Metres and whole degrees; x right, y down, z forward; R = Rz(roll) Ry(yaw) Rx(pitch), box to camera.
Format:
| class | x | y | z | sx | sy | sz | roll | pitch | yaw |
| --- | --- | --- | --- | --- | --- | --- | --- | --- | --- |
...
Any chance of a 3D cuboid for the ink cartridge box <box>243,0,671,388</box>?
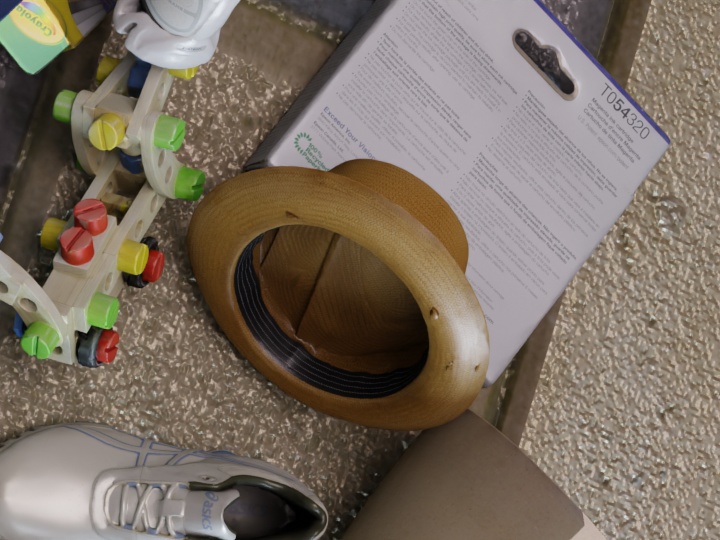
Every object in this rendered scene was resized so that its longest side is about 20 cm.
| class | x | y | z | sx | sy | sz | roll | pitch | yaw |
| --- | --- | --- | --- | --- | --- | --- | --- | --- | --- |
| ink cartridge box | 0.060 | -0.068 | 1.771 | 0.196 | 0.043 | 0.200 | 45 | 68 | -17 |

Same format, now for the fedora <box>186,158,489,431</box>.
| class | x | y | z | sx | sy | sz | roll | pitch | yaw |
| --- | --- | --- | --- | --- | --- | --- | --- | --- | --- |
| fedora | 0.000 | 0.000 | 1.656 | 0.201 | 0.200 | 0.082 | 50 | 52 | -17 |

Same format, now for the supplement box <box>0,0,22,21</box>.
| class | x | y | z | sx | sy | sz | roll | pitch | yaw |
| --- | --- | --- | --- | --- | --- | --- | --- | --- | --- |
| supplement box | -0.297 | -0.157 | 1.435 | 0.200 | 0.134 | 0.200 | -46 | 112 | -22 |

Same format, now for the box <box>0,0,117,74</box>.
| class | x | y | z | sx | sy | sz | roll | pitch | yaw |
| --- | --- | --- | --- | --- | --- | --- | --- | --- | --- |
| box | -0.157 | -0.205 | 1.647 | 0.117 | 0.048 | 0.200 | 53 | 57 | -16 |

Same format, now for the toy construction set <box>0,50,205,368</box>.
| class | x | y | z | sx | sy | sz | roll | pitch | yaw |
| --- | --- | --- | --- | --- | --- | --- | --- | --- | --- |
| toy construction set | -0.152 | -0.027 | 1.605 | 0.200 | 0.092 | 0.131 | -46 | 153 | -33 |

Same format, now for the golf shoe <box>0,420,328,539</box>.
| class | x | y | z | sx | sy | sz | roll | pitch | yaw |
| --- | --- | --- | --- | --- | --- | --- | --- | --- | --- |
| golf shoe | -0.111 | 0.123 | 1.636 | 0.200 | 0.097 | 0.078 | 4 | 87 | -27 |

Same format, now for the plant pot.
| class | x | y | z | sx | sy | sz | roll | pitch | yaw |
| --- | --- | --- | --- | --- | --- | --- | --- | --- | --- |
| plant pot | 0.039 | 0.208 | 1.681 | 0.200 | 0.187 | 0.187 | -42 | 107 | -10 |

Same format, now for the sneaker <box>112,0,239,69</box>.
| class | x | y | z | sx | sy | sz | roll | pitch | yaw |
| --- | --- | --- | --- | --- | --- | --- | --- | --- | --- |
| sneaker | -0.105 | -0.211 | 1.593 | 0.075 | 0.081 | 0.200 | -7 | 69 | -34 |
